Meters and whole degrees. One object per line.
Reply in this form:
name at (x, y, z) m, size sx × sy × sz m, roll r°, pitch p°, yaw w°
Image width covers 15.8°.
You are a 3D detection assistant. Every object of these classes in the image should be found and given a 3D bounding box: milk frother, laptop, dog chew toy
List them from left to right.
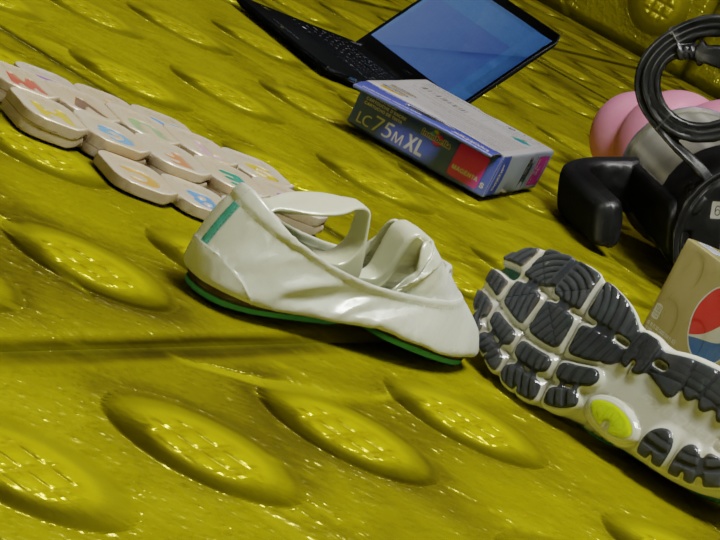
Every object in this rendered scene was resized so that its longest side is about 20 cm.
laptop at (0.030, -0.208, 2.155) m, size 0.199 × 0.104 × 0.177 m, roll 19°, pitch 14°, yaw -34°
dog chew toy at (0.269, -0.094, 2.166) m, size 0.124 × 0.125 × 0.200 m, roll 16°, pitch 8°, yaw -42°
milk frother at (0.255, -0.093, 1.921) m, size 0.180 × 0.201 × 0.188 m, roll 20°, pitch 13°, yaw -13°

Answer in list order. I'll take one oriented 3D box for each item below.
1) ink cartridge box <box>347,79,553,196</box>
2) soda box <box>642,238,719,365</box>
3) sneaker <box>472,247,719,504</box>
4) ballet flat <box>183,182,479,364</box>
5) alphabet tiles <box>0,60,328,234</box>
ink cartridge box at (0.065, -0.099, 1.918) m, size 0.119 × 0.042 × 0.200 m, roll 29°, pitch 9°, yaw 12°
soda box at (0.248, 0.055, 1.522) m, size 0.064 × 0.068 × 0.200 m, roll 21°, pitch 12°, yaw -30°
sneaker at (0.136, 0.063, 1.350) m, size 0.200 × 0.078 × 0.080 m, roll 40°, pitch -3°, yaw 31°
ballet flat at (0.000, 0.000, 1.287) m, size 0.199 × 0.070 × 0.069 m, roll 16°, pitch 16°, yaw -44°
alphabet tiles at (-0.116, -0.070, 1.460) m, size 0.199 × 0.015 × 0.196 m, roll 20°, pitch 14°, yaw -31°
